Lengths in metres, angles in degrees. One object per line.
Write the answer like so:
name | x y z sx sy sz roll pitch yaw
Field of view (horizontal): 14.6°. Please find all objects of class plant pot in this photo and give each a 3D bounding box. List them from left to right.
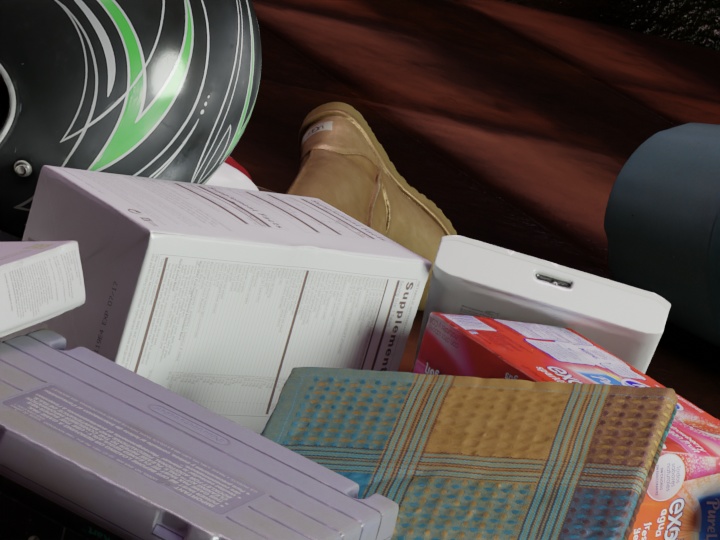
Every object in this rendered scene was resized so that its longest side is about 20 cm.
plant pot | 0.289 -0.019 2.031 0.199 0.202 0.196 8 7 -34

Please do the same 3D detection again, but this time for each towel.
towel | 0.041 0.095 1.335 0.199 0.022 0.147 2 31 19

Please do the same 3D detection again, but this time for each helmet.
helmet | -0.153 -0.115 1.594 0.199 0.192 0.200 -23 -1 0

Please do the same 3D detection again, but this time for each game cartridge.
game cartridge | -0.096 0.088 1.239 0.199 0.039 0.129 25 22 20

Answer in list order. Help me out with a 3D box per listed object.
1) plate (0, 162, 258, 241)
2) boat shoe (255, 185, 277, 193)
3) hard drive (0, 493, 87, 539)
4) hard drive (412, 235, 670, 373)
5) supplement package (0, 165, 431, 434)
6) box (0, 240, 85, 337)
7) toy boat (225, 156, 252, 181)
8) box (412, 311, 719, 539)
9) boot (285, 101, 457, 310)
plate | -0.196 -0.056 1.715 0.199 0.033 0.200 -26 38 -34
boat shoe | -0.119 -0.024 1.789 0.076 0.072 0.199 11 7 38
hard drive | -0.188 0.081 1.303 0.199 0.038 0.140 18 13 6
hard drive | 0.100 0.042 1.623 0.131 0.026 0.200 17 -20 4
supplement package | -0.079 0.020 1.526 0.199 0.114 0.109 6 16 -42
box | -0.250 0.017 1.309 0.199 0.037 0.144 1 11 30
toy boat | -0.146 -0.107 1.958 0.130 0.132 0.200 10 14 -25
box | 0.113 0.101 1.454 0.099 0.096 0.200 7 16 -35
boot | 0.000 0.000 1.808 0.175 0.066 0.200 50 22 -19
